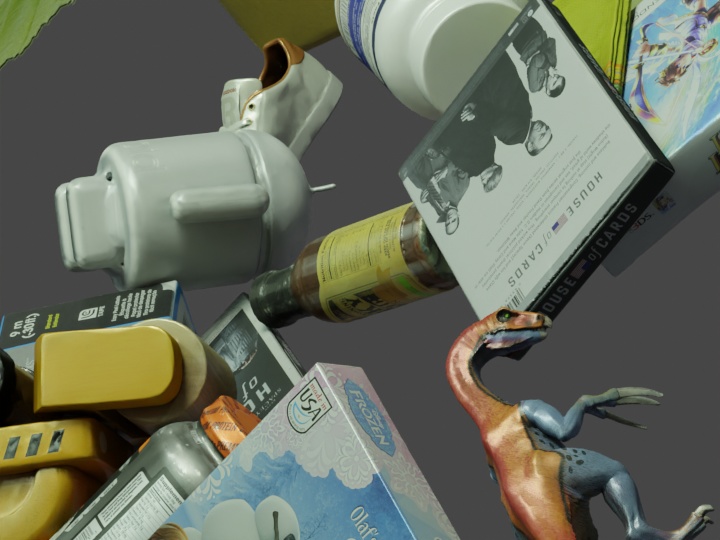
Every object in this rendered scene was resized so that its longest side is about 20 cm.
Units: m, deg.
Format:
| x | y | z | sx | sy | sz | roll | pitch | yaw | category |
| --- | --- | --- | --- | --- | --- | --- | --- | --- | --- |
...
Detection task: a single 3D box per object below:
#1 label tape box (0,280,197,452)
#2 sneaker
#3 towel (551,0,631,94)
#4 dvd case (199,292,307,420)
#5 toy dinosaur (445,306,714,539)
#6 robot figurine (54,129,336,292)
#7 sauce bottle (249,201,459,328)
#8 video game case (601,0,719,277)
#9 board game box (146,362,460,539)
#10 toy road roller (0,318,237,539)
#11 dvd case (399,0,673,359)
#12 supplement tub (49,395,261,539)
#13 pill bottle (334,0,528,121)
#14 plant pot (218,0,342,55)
| x | y | z | sx | sy | sz | roll | pitch | yaw | category |
| --- | --- | --- | --- | --- | --- | --- | --- | --- | --- |
| -0.220 | 0.089 | 1.885 | 0.199 | 0.064 | 0.144 | -11 | 33 | 8 | label tape box |
| -0.093 | -0.096 | 2.096 | 0.073 | 0.085 | 0.201 | -13 | 42 | 50 | sneaker |
| 0.136 | -0.129 | 1.728 | 0.086 | 0.018 | 0.200 | -34 | 28 | 33 | towel |
| -0.104 | 0.106 | 1.873 | 0.150 | 0.025 | 0.200 | -47 | 23 | 3 | dvd case |
| 0.098 | 0.091 | 1.392 | 0.181 | 0.200 | 0.105 | 44 | 105 | 23 | toy dinosaur |
| -0.121 | -0.043 | 1.962 | 0.199 | 0.114 | 0.170 | -7 | 3 | -19 | robot figurine |
| 0.000 | 0.000 | 1.814 | 0.200 | 0.065 | 0.065 | -19 | 36 | 50 | sauce bottle |
| 0.199 | -0.111 | 1.672 | 0.181 | 0.045 | 0.200 | -41 | 25 | 17 | video game case |
| -0.029 | 0.189 | 1.427 | 0.199 | 0.043 | 0.200 | -46 | 57 | 25 | board game box |
| -0.183 | 0.119 | 1.733 | 0.199 | 0.123 | 0.147 | -8 | 73 | 11 | toy road roller |
| 0.102 | -0.060 | 1.631 | 0.150 | 0.025 | 0.200 | -51 | 35 | 18 | dvd case |
| -0.122 | 0.181 | 1.666 | 0.200 | 0.123 | 0.123 | -45 | 24 | 5 | supplement tub |
| 0.060 | -0.172 | 1.908 | 0.120 | 0.120 | 0.200 | -46 | 24 | 4 | pill bottle |
| -0.019 | -0.318 | 2.200 | 0.199 | 0.196 | 0.195 | -9 | 43 | 42 | plant pot |
